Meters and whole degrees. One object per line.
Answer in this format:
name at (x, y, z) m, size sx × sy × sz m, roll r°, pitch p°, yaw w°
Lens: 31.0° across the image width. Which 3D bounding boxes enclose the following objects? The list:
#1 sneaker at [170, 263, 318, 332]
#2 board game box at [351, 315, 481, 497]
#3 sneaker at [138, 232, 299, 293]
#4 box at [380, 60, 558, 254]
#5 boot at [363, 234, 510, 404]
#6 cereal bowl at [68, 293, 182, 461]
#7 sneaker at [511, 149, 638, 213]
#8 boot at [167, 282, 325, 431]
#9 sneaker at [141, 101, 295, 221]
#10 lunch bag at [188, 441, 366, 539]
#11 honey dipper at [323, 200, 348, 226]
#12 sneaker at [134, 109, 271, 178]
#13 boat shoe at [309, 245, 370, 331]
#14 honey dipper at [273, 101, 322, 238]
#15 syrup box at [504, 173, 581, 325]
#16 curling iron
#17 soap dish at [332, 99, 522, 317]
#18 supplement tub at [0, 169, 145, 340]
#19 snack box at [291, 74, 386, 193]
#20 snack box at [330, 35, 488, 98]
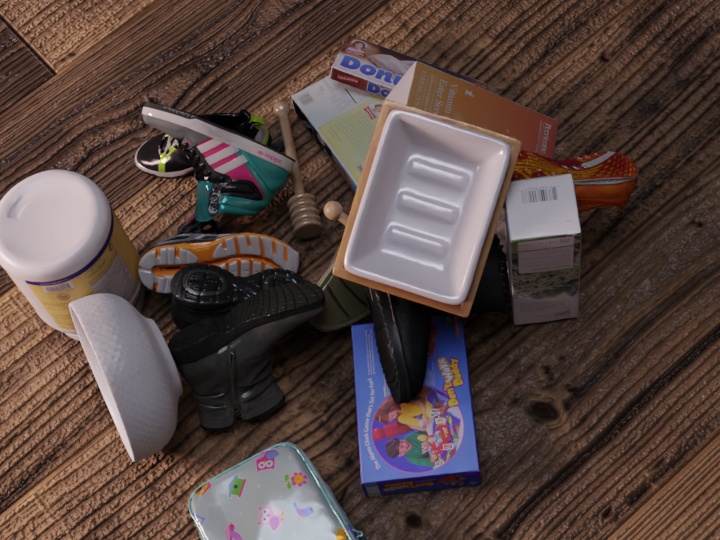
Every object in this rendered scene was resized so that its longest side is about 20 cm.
sneaker at (-0.135, 0.046, 1.580) m, size 0.199 × 0.091 × 0.076 m, roll 10°, pitch 49°, yaw -10°
board game box at (0.063, 0.153, 1.503) m, size 0.134 × 0.045 × 0.201 m, roll -7°, pitch 60°, yaw 5°
sneaker at (-0.175, -0.017, 1.618) m, size 0.199 × 0.079 × 0.077 m, roll 1°, pitch 17°, yaw -9°
box at (0.121, -0.133, 1.573) m, size 0.199 × 0.106 × 0.153 m, roll 20°, pitch 62°, yaw -14°
boot at (0.094, 0.044, 1.492) m, size 0.162 × 0.073 × 0.199 m, roll -9°, pitch 74°, yaw -13°
cereal bowl at (-0.260, 0.113, 1.491) m, size 0.083 × 0.200 × 0.200 m, roll -23°, pitch 59°, yaw -16°
sneaker at (0.221, -0.093, 1.497) m, size 0.199 × 0.077 × 0.073 m, roll 3°, pitch 41°, yaw -8°
boot at (-0.116, 0.102, 1.519) m, size 0.199 × 0.131 × 0.068 m, roll -23°, pitch 26°, yaw 3°
sneaker at (-0.194, -0.124, 1.620) m, size 0.199 × 0.084 × 0.121 m, roll 23°, pitch 93°, yaw -11°
lunch bag at (-0.083, 0.299, 1.426) m, size 0.160 × 0.077 × 0.200 m, roll -28°, pitch 61°, yaw -9°
honey dipper at (0.037, -0.017, 1.546) m, size 0.200 × 0.038 × 0.038 m, roll 36°, pitch 67°, yaw -12°
sneaker at (-0.212, -0.178, 1.698) m, size 0.199 × 0.083 × 0.072 m, roll -8°, pitch 57°, yaw 17°
boat shoe at (0.000, 0.000, 1.583) m, size 0.075 × 0.068 × 0.200 m, roll 49°, pitch 65°, yaw -13°
honey dipper at (-0.087, -0.134, 1.681) m, size 0.038 × 0.038 × 0.201 m, roll -14°, pitch 61°, yaw 1°
syrup box at (0.208, -0.020, 1.487) m, size 0.078 × 0.200 × 0.082 m, roll -6°, pitch 60°, yaw 5°
curling iron at (-0.165, -0.100, 1.694) m, size 0.050 × 0.026 × 0.200 m, roll 38°, pitch 66°, yaw 3°
soap dish at (0.072, -0.068, 1.421) m, size 0.157 × 0.081 × 0.201 m, roll 17°, pitch 92°, yaw 4°
supplement tub at (-0.346, -0.012, 1.569) m, size 0.145 × 0.200 × 0.146 m, roll -4°, pitch 61°, yaw 7°
snack box at (0.007, -0.181, 1.702) m, size 0.116 × 0.037 × 0.200 m, roll -29°, pitch 61°, yaw -10°
snack box at (0.065, -0.248, 1.709) m, size 0.199 × 0.024 × 0.072 m, roll 20°, pitch 51°, yaw 5°
